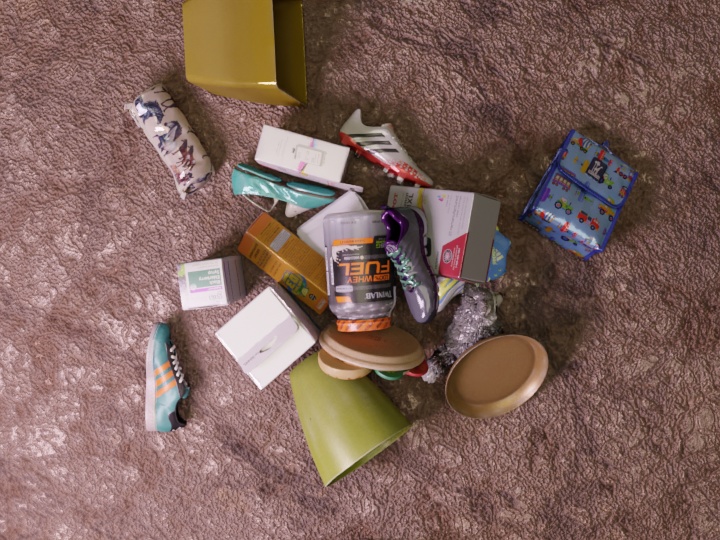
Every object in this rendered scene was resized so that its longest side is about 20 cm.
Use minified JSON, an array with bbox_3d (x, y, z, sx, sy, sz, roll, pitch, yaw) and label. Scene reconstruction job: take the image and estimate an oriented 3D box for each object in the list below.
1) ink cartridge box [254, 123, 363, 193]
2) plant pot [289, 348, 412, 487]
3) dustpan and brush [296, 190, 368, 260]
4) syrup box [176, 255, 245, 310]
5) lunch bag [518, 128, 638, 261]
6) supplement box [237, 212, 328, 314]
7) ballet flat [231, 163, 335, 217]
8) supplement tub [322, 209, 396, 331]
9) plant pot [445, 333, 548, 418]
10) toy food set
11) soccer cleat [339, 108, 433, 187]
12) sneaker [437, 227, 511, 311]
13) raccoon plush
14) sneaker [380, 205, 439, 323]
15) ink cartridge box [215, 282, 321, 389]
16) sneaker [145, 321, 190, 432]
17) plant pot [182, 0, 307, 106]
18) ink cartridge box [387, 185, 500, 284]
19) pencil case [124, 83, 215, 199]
[{"bbox_3d":[-0.082,-0.198,1.469,0.197,0.116,0.069,16,91,-1],"label":"ink cartridge box"},{"bbox_3d":[-0.039,0.247,1.459,0.186,0.187,0.201,-35,76,1],"label":"plant pot"},{"bbox_3d":[-0.010,-0.027,1.509,0.139,0.057,0.202,-33,84,11],"label":"dustpan and brush"},{"bbox_3d":[-0.257,0.019,1.430,0.077,0.200,0.083,-8,91,1],"label":"syrup box"},{"bbox_3d":[0.408,-0.147,1.495,0.149,0.094,0.202,30,79,0],"label":"lunch bag"},{"bbox_3d":[-0.123,-0.012,1.487,0.199,0.067,0.069,36,51,-1],"label":"supplement box"},{"bbox_3d":[-0.144,-0.138,1.501,0.197,0.067,0.071,17,107,3],"label":"ballet flat"},{"bbox_3d":[0.000,0.000,1.415,0.120,0.123,0.204,-5,92,0],"label":"supplement tub"},{"bbox_3d":[0.242,0.186,1.472,0.197,0.028,0.203,-9,127,-12],"label":"plant pot"},{"bbox_3d":[0.022,0.141,1.437,0.194,0.200,0.049,8,106,-5],"label":"toy food set"},{"bbox_3d":[0.054,-0.220,1.494,0.198,0.069,0.086,30,91,3],"label":"soccer cleat"},{"bbox_3d":[0.208,0.005,1.492,0.104,0.076,0.202,31,90,-1],"label":"sneaker"},{"bbox_3d":[0.179,0.115,1.446,0.096,0.134,0.201,34,81,31],"label":"raccoon plush"},{"bbox_3d":[0.072,-0.010,1.361,0.087,0.074,0.204,3,71,-42],"label":"sneaker"},{"bbox_3d":[-0.158,0.110,1.431,0.128,0.200,0.126,-41,91,0],"label":"ink cartridge box"},{"bbox_3d":[-0.351,0.195,1.502,0.078,0.071,0.204,2,96,-4],"label":"sneaker"},{"bbox_3d":[-0.206,-0.397,1.436,0.173,0.200,0.204,-3,91,11],"label":"plant pot"},{"bbox_3d":[0.133,-0.065,1.429,0.082,0.198,0.148,9,91,-44],"label":"ink cartridge box"},{"bbox_3d":[-0.343,-0.233,1.486,0.089,0.078,0.202,-32,91,-20],"label":"pencil case"}]
